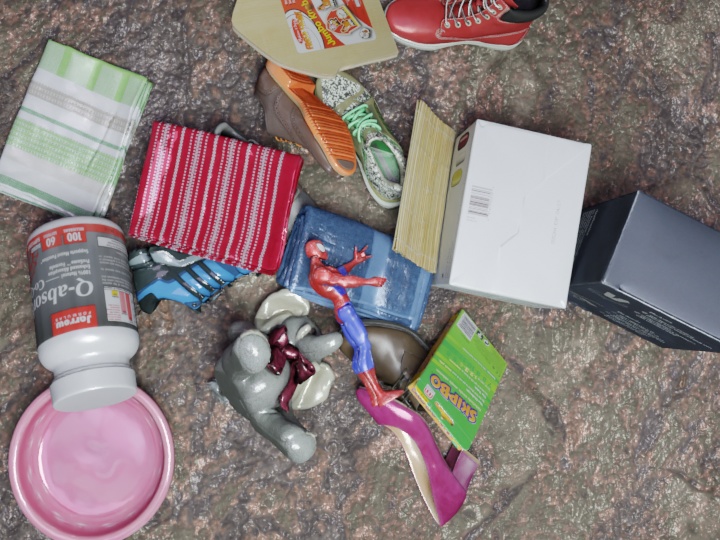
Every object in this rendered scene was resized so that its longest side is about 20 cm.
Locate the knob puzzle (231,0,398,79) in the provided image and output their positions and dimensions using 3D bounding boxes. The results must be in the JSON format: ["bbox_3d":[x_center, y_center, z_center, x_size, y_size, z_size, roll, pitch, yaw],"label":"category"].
[{"bbox_3d":[-0.070,-0.324,0.977,0.213,0.031,0.226,4,69,-9],"label":"knob puzzle"}]

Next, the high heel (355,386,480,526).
[{"bbox_3d":[0.058,0.234,0.973,0.199,0.067,0.097,39,75,-16],"label":"high heel"}]

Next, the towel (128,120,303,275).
[{"bbox_3d":[-0.173,-0.087,0.910,0.195,0.022,0.149,14,88,7],"label":"towel"}]

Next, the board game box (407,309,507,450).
[{"bbox_3d":[0.120,0.131,0.931,0.030,0.200,0.096,-38,93,30],"label":"board game box"}]

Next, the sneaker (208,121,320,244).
[{"bbox_3d":[-0.119,-0.106,0.953,0.198,0.082,0.078,38,69,-3],"label":"sneaker"}]

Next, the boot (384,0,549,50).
[{"bbox_3d":[0.130,-0.332,0.965,0.194,0.144,0.075,1,89,-4],"label":"boot"}]

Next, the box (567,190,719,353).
[{"bbox_3d":[0.361,0.008,0.946,0.193,0.200,0.120,25,85,-5],"label":"box"}]

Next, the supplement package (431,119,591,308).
[{"bbox_3d":[0.188,-0.066,0.975,0.151,0.111,0.206,11,86,-6],"label":"supplement package"}]

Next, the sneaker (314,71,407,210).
[{"bbox_3d":[0.012,-0.176,0.973,0.076,0.089,0.202,-35,91,-6],"label":"sneaker"}]

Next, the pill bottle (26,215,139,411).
[{"bbox_3d":[-0.320,0.051,0.892,0.113,0.116,0.205,-13,72,-6],"label":"pill bottle"}]

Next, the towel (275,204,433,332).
[{"bbox_3d":[0.000,0.000,0.959,0.196,0.048,0.115,19,84,-22],"label":"towel"}]

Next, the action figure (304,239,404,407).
[{"bbox_3d":[0.007,0.044,0.888,0.098,0.065,0.203,-30,89,-16],"label":"action figure"}]

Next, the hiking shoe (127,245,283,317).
[{"bbox_3d":[-0.190,0.007,0.960,0.194,0.074,0.089,-5,95,4],"label":"hiking shoe"}]

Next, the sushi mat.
[{"bbox_3d":[0.082,-0.104,0.966,0.012,0.095,0.205,-1,71,35],"label":"sushi mat"}]

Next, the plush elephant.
[{"bbox_3d":[-0.090,0.112,0.927,0.154,0.198,0.168,-35,105,-28],"label":"plush elephant"}]

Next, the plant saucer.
[{"bbox_3d":[-0.325,0.230,0.941,0.195,0.051,0.207,0,87,-7],"label":"plant saucer"}]

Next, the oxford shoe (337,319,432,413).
[{"bbox_3d":[0.058,0.124,0.947,0.196,0.085,0.074,27,115,-11],"label":"oxford shoe"}]

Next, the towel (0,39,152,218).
[{"bbox_3d":[-0.364,-0.173,0.964,0.146,0.031,0.205,20,86,-5],"label":"towel"}]

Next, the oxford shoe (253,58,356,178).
[{"bbox_3d":[-0.071,-0.179,0.952,0.073,0.070,0.202,-47,59,27],"label":"oxford shoe"}]
